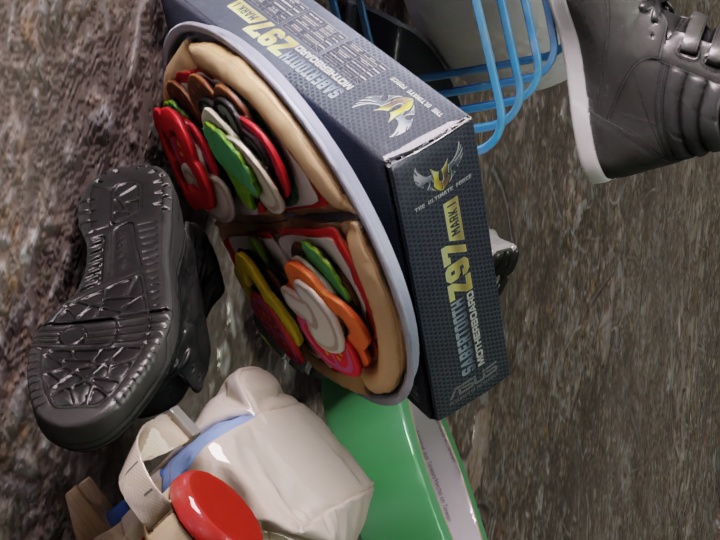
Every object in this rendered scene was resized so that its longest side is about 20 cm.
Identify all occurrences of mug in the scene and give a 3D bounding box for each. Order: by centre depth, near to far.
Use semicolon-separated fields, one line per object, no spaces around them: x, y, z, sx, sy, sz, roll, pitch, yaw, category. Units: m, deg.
0.121;-0.200;1.393;0.175;0.198;0.149;38;48;-83;mug

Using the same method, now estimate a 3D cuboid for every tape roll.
0.033;0.138;1.338;0.200;0.048;0.202;-21;90;-81;tape roll

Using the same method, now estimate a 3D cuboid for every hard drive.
0.026;-0.081;1.413;0.200;0.042;0.136;44;51;-69;hard drive

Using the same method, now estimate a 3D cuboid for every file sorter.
0.029;-0.142;1.206;0.200;0.137;0.124;-52;131;-63;file sorter

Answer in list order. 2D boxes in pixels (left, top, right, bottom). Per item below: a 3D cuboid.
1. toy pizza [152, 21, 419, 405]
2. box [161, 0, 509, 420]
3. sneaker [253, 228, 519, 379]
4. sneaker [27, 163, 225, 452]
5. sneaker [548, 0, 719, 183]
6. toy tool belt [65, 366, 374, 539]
-0.041;-0.020;1.014;0.032;0.200;0.201;-31;137;-18;toy pizza
-0.014;-0.045;1.039;0.051;0.200;0.159;-30;135;-21;box
0.000;0.000;1.280;0.199;0.090;0.078;-13;141;-49;sneaker
-0.096;0.032;0.969;0.201;0.059;0.105;-85;168;-50;sneaker
0.159;-0.147;1.231;0.071;0.098;0.202;-57;138;-58;sneaker
-0.073;0.129;0.969;0.123;0.125;0.200;-45;175;16;toy tool belt
